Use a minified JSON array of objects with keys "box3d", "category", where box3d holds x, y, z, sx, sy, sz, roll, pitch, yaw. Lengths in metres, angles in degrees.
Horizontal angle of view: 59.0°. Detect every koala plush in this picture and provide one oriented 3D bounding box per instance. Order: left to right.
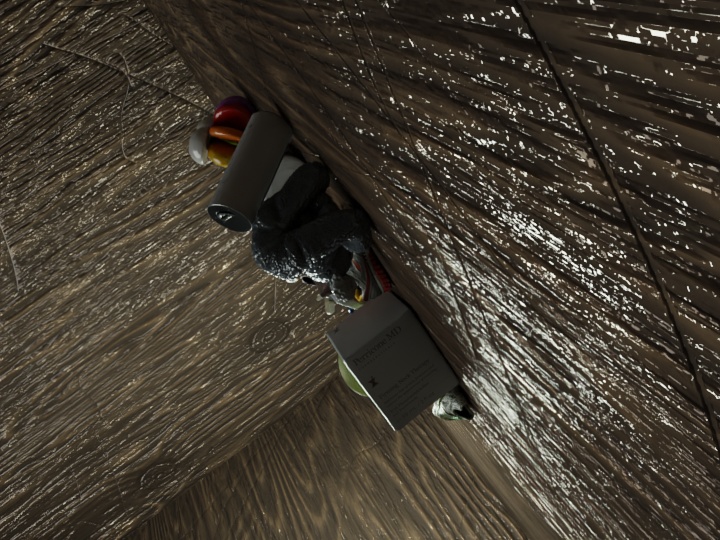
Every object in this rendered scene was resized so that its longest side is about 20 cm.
[{"box3d":[-0.075,-0.041,1.076,0.178,0.183,0.200,52,179,27],"category":"koala plush"}]

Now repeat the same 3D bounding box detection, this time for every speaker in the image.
[{"box3d":[-0.184,-0.166,1.070,0.080,0.201,0.081,15,154,8],"category":"speaker"}]

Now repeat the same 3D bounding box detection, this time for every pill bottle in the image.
[{"box3d":[-0.173,-0.197,1.312,0.111,0.111,0.200,56,175,-28],"category":"pill bottle"}]

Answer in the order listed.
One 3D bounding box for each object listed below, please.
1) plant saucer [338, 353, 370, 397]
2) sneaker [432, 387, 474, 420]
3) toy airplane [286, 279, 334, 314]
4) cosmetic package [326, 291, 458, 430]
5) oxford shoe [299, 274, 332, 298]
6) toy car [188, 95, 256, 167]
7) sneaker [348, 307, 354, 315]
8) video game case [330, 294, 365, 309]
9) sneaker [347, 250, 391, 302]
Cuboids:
[{"box3d":[0.045,0.187,1.429,0.201,0.200,0.031,55,159,-19],"category":"plant saucer"},{"box3d":[0.208,0.304,1.390,0.089,0.077,0.200,41,172,30],"category":"sneaker"},{"box3d":[-0.090,-0.010,1.698,0.201,0.141,0.199,55,-141,-11],"category":"toy airplane"},{"box3d":[0.063,0.179,1.310,0.201,0.167,0.166,54,176,-19],"category":"cosmetic package"},{"box3d":[-0.119,-0.017,1.427,0.200,0.073,0.071,44,174,35],"category":"oxford shoe"},{"box3d":[-0.287,-0.316,1.441,0.201,0.173,0.151,-94,16,-61],"category":"toy car"},{"box3d":[-0.003,0.078,1.692,0.077,0.085,0.200,53,-177,-31],"category":"sneaker"},{"box3d":[-0.034,0.037,1.527,0.199,0.022,0.182,23,-161,-49],"category":"video game case"},{"box3d":[-0.019,-0.022,1.206,0.201,0.082,0.078,57,176,-20],"category":"sneaker"}]
